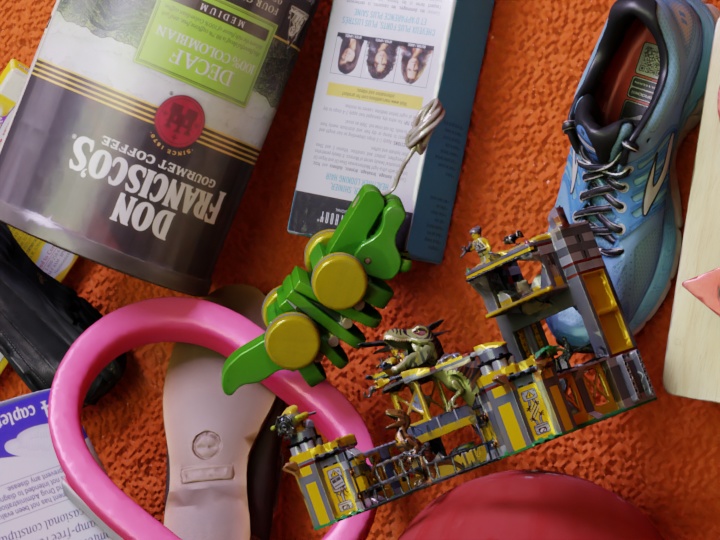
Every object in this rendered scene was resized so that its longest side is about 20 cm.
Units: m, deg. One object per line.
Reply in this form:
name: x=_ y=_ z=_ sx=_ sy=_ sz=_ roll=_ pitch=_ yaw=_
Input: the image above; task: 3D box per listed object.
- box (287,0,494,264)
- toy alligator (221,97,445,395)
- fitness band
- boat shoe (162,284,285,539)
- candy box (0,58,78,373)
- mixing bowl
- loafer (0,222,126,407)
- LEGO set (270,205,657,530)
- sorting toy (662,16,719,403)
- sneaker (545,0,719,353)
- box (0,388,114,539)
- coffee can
box: x=0.022 y=-0.110 z=1.150 sx=0.082 sy=0.049 sz=0.202 roll=12 pitch=91 yaw=30
toy alligator: x=0.000 y=0.000 z=1.099 sx=0.054 sy=0.059 sz=0.200 roll=36 pitch=100 yaw=-15
fitness band: x=-0.083 y=0.099 z=1.118 sx=0.200 sy=0.037 sz=0.144 roll=37 pitch=69 yaw=16
boat shoe: x=-0.080 y=0.110 z=1.173 sx=0.070 sy=0.070 sz=0.201 roll=3 pitch=66 yaw=10
candy box: x=-0.228 y=-0.024 z=1.266 sx=0.200 sy=0.102 sz=0.026 roll=-54 pitch=21 yaw=14
mixing bowl: x=0.087 y=0.172 z=1.022 sx=0.199 sy=0.200 sz=0.109 roll=-16 pitch=45 yaw=28
loafer: x=-0.230 y=0.013 z=1.224 sx=0.070 sy=0.068 sz=0.201 roll=-41 pitch=107 yaw=12
LEGO set: x=0.045 y=0.044 z=1.020 sx=0.200 sy=0.153 sz=0.117 roll=-28 pitch=81 yaw=46
sorting toy: x=0.251 y=-0.024 z=0.984 sx=0.198 sy=0.070 sz=0.202 roll=8 pitch=90 yaw=25
sneaker: x=0.128 y=-0.056 z=1.059 sx=0.078 sy=0.090 sz=0.201 roll=15 pitch=94 yaw=31
box: x=-0.197 y=0.207 z=1.172 sx=0.201 sy=0.104 sz=0.184 roll=59 pitch=145 yaw=21
coffee can: x=-0.121 y=-0.104 z=1.170 sx=0.146 sy=0.146 sz=0.201 roll=23 pitch=92 yaw=30
